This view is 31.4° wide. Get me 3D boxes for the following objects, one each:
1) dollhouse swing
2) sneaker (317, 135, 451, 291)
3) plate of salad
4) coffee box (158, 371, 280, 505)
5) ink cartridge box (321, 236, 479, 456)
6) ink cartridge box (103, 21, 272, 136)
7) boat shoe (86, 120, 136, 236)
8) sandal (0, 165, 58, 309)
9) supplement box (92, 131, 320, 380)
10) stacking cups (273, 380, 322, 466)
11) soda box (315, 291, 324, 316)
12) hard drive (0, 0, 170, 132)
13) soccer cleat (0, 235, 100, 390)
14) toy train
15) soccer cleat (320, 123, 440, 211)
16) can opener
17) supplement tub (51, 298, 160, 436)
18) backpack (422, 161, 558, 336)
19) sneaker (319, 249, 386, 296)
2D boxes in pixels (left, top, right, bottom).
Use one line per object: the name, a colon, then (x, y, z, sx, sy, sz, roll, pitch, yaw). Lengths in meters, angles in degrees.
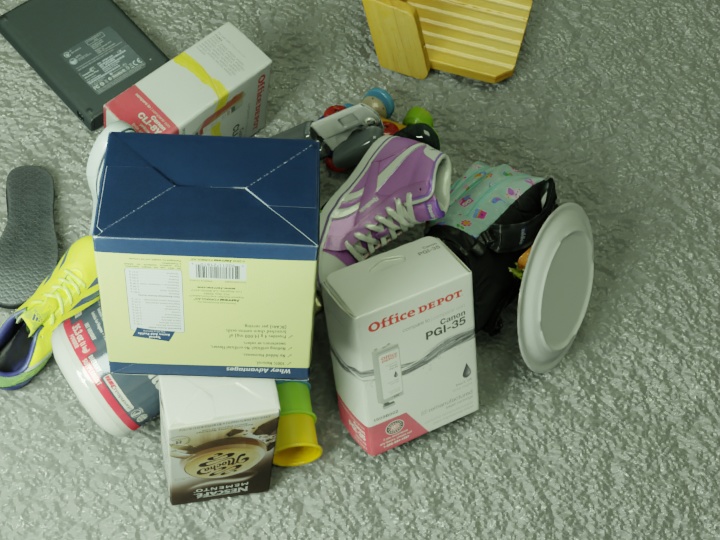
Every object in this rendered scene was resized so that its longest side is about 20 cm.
dollhouse swing: (0.122, -0.370, 1.689, 0.175, 0.182, 0.201, 7, 58, 19)
sneaker: (0.026, -0.056, 1.389, 0.114, 0.073, 0.201, 20, 75, 37)
plate of salad: (0.219, 0.019, 1.484, 0.048, 0.200, 0.200, 12, 56, 31)
coffee box: (-0.149, 0.164, 1.331, 0.113, 0.200, 0.080, -8, 60, -12)
ink cartridge box: (0.046, 0.083, 1.399, 0.146, 0.201, 0.083, -21, 39, -18)
ink cartridge box: (-0.206, -0.185, 1.542, 0.083, 0.145, 0.200, 43, 64, 14)
boat shoe: (-0.252, -0.070, 1.440, 0.091, 0.201, 0.071, 33, 47, 21)
sandal: (-0.388, -0.034, 1.499, 0.076, 0.043, 0.201, 9, 51, -12)
supplement box: (-0.140, -0.010, 1.211, 0.199, 0.200, 0.135, 3, 50, -4)
stacking cups: (-0.089, 0.118, 1.448, 0.060, 0.061, 0.201, -6, 61, -12)
soda box: (-0.119, -0.024, 1.419, 0.068, 0.064, 0.200, -33, 86, 2)
hard drive: (-0.349, -0.283, 1.638, 0.139, 0.033, 0.200, -37, 73, -24)
soccer cleat: (-0.342, 0.045, 1.410, 0.065, 0.084, 0.200, 32, 78, 10)
toy train: (0.055, -0.161, 1.586, 0.199, 0.085, 0.116, 22, 45, 26)
soccer cleat: (0.017, -0.096, 1.505, 0.068, 0.200, 0.081, 50, 34, 3)
can opener: (-0.062, -0.141, 1.529, 0.199, 0.053, 0.067, -20, 45, 26)
supplement tub: (-0.216, 0.072, 1.380, 0.200, 0.140, 0.141, -33, 70, -5)
backpack: (0.151, -0.042, 1.515, 0.126, 0.167, 0.200, 25, 53, 25)
sneaker: (0.000, 0.000, 1.504, 0.200, 0.078, 0.099, 49, 46, -13)
